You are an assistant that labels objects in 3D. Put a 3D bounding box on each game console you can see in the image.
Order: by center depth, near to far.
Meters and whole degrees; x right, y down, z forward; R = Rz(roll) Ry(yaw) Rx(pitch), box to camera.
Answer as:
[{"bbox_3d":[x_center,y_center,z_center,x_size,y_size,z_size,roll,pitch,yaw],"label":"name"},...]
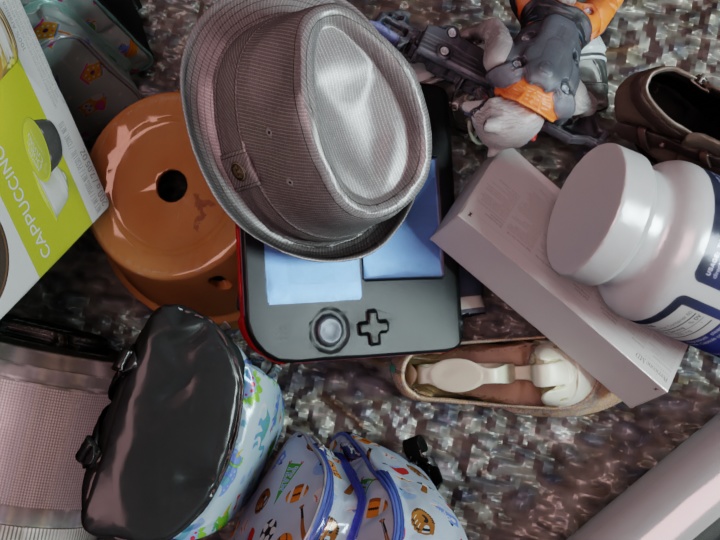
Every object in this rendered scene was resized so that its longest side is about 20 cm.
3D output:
[{"bbox_3d":[-0.007,-0.037,0.828,0.176,0.031,0.202,-2,88,-23],"label":"game console"}]

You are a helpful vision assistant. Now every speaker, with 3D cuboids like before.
[{"bbox_3d":[0.241,0.177,0.850,0.200,0.081,0.081,-40,81,4],"label":"speaker"}]

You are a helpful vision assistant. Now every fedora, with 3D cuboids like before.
[{"bbox_3d":[-0.020,-0.105,0.761,0.176,0.090,0.202,-18,95,-29],"label":"fedora"}]

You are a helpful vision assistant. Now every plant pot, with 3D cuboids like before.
[{"bbox_3d":[-0.126,-0.057,0.897,0.198,0.140,0.202,-1,85,9],"label":"plant pot"}]

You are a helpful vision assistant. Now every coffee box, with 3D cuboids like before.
[{"bbox_3d":[-0.326,-0.067,0.753,0.199,0.198,0.201,-3,123,27],"label":"coffee box"}]

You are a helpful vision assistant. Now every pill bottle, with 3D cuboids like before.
[{"bbox_3d":[0.236,-0.007,0.798,0.199,0.116,0.117,22,89,-18],"label":"pill bottle"}]

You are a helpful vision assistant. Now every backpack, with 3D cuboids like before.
[{"bbox_3d":[-0.009,0.216,0.820,0.153,0.190,0.201,25,91,-27],"label":"backpack"},{"bbox_3d":[-0.126,0.119,0.850,0.153,0.200,0.164,20,79,-12],"label":"backpack"},{"bbox_3d":[-0.282,-0.171,0.911,0.199,0.176,0.154,-20,71,10],"label":"backpack"}]

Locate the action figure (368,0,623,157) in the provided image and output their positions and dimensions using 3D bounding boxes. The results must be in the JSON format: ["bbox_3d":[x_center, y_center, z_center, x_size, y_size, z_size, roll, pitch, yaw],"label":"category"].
[{"bbox_3d":[0.110,-0.178,0.827,0.199,0.105,0.195,18,75,-6],"label":"action figure"}]

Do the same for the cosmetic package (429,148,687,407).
[{"bbox_3d":[0.153,0.005,0.850,0.200,0.051,0.083,40,56,-6],"label":"cosmetic package"}]

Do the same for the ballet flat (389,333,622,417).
[{"bbox_3d":[0.120,0.081,0.882,0.198,0.067,0.069,-4,85,9],"label":"ballet flat"}]

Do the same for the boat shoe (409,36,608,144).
[{"bbox_3d":[0.099,-0.134,0.900,0.198,0.072,0.072,-13,79,6],"label":"boat shoe"}]

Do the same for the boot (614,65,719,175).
[{"bbox_3d":[0.273,-0.081,0.830,0.199,0.146,0.071,25,87,10],"label":"boot"}]

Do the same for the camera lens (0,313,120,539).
[{"bbox_3d":[-0.270,0.140,0.893,0.159,0.160,0.202,13,87,10],"label":"camera lens"}]

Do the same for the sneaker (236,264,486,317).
[{"bbox_3d":[0.000,0.000,0.885,0.198,0.070,0.083,0,82,-21],"label":"sneaker"}]
